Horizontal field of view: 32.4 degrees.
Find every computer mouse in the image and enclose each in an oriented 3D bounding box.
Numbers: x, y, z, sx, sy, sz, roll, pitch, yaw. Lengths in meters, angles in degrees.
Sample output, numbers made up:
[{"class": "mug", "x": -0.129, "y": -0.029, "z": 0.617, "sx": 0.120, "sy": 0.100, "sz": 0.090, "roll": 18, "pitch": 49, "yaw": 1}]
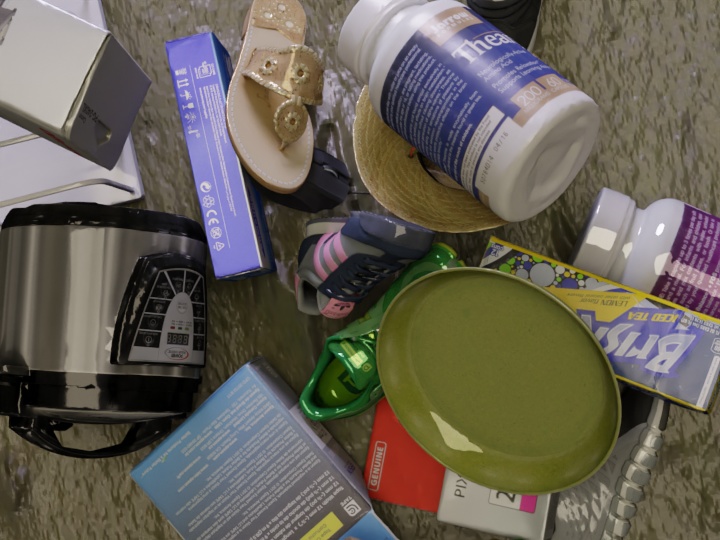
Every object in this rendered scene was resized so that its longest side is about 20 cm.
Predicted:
[{"class": "computer mouse", "x": -0.001, "y": -0.073, "z": 1.045, "sx": 0.198, "sy": 0.034, "sz": 0.059, "roll": 10, "pitch": 49, "yaw": -19}]

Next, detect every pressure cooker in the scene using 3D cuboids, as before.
[{"class": "pressure cooker", "x": -0.213, "y": 0.053, "z": 1.021, "sx": 0.174, "sy": 0.179, "sz": 0.202, "roll": 4, "pitch": 84, "yaw": -6}]

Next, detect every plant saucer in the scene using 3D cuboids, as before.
[{"class": "plant saucer", "x": 0.106, "y": 0.080, "z": 0.944, "sx": 0.198, "sy": 0.031, "sz": 0.202, "roll": 15, "pitch": 125, "yaw": 23}]

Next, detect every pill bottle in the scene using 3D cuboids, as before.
[{"class": "pill bottle", "x": 0.274, "y": 0.008, "z": 1.016, "sx": 0.199, "sy": 0.112, "sz": 0.113, "roll": 24, "pitch": 90, "yaw": 4}, {"class": "pill bottle", "x": 0.077, "y": -0.137, "z": 0.955, "sx": 0.200, "sy": 0.111, "sz": 0.111, "roll": 42, "pitch": 92, "yaw": 26}]

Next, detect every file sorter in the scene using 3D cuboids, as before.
[{"class": "file sorter", "x": -0.285, "y": -0.148, "z": 1.058, "sx": 0.137, "sy": 0.125, "sz": 0.202, "roll": -14, "pitch": 87, "yaw": 3}]

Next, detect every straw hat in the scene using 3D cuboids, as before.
[{"class": "straw hat", "x": 0.090, "y": -0.098, "z": 1.046, "sx": 0.199, "sy": 0.085, "sz": 0.203, "roll": -4, "pitch": 61, "yaw": 7}]

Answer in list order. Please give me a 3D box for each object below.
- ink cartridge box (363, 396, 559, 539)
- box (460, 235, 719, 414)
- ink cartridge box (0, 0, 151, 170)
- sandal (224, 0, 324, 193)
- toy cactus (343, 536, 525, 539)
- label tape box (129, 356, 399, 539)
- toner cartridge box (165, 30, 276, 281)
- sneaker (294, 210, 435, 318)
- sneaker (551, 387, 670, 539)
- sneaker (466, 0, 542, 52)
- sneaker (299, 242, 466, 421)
[{"class": "ink cartridge box", "x": 0.090, "y": 0.109, "z": 1.033, "sx": 0.172, "sy": 0.044, "sz": 0.202, "roll": 9, "pitch": 85, "yaw": 21}, {"class": "box", "x": 0.184, "y": 0.043, "z": 0.953, "sx": 0.199, "sy": 0.064, "sz": 0.071, "roll": 21, "pitch": 88, "yaw": 20}, {"class": "ink cartridge box", "x": -0.269, "y": -0.162, "z": 0.923, "sx": 0.199, "sy": 0.145, "sz": 0.084, "roll": 25, "pitch": 86, "yaw": 4}, {"class": "sandal", "x": -0.063, "y": -0.169, "z": 1.014, "sx": 0.077, "sy": 0.070, "sz": 0.213, "roll": 14, "pitch": 51, "yaw": -21}, {"class": "toy cactus", "x": 0.049, "y": 0.271, "z": 0.995, "sx": 0.164, "sy": 0.103, "sz": 0.200, "roll": 30, "pitch": 133, "yaw": -18}, {"class": "label tape box", "x": -0.077, "y": 0.197, "z": 1.059, "sx": 0.143, "sy": 0.066, "sz": 0.200, "roll": -42, "pitch": 89, "yaw": 7}, {"class": "toner cartridge box", "x": -0.118, "y": -0.094, "z": 1.059, "sx": 0.043, "sy": 0.095, "sz": 0.202, "roll": -13, "pitch": 88, "yaw": 4}, {"class": "sneaker", "x": 0.000, "y": 0.000, "z": 0.998, "sx": 0.070, "sy": 0.200, "sz": 0.083, "roll": 17, "pitch": 82, "yaw": -18}, {"class": "sneaker", "x": 0.182, "y": 0.161, "z": 1.040, "sx": 0.114, "sy": 0.075, "sz": 0.202, "roll": 19, "pitch": 91, "yaw": 7}, {"class": "sneaker", "x": 0.125, "y": -0.271, "z": 1.020, "sx": 0.070, "sy": 0.099, "sz": 0.202, "roll": 5, "pitch": 67, "yaw": 10}, {"class": "sneaker", "x": 0.022, "y": 0.062, "z": 1.017, "sx": 0.074, "sy": 0.083, "sz": 0.200, "roll": 45, "pitch": 118, "yaw": 11}]
